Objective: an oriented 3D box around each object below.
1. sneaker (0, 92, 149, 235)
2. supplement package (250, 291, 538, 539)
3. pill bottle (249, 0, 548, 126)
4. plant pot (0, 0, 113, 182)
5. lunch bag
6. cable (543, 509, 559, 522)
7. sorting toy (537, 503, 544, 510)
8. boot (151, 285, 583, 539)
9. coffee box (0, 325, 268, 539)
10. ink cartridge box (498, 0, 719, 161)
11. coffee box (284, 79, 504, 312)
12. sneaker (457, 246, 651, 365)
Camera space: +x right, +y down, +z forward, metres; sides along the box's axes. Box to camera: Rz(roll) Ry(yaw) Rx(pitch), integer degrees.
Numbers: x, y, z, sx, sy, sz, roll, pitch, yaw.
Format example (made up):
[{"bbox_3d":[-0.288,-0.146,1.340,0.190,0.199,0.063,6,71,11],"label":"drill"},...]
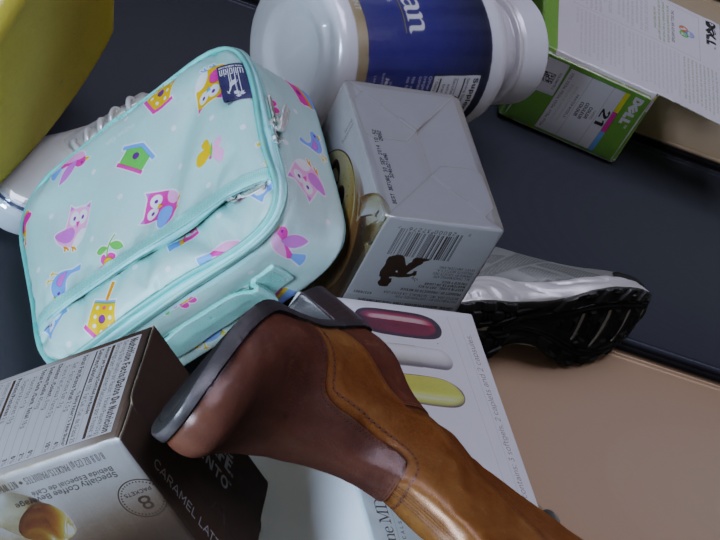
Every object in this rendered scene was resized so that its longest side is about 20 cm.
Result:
[{"bbox_3d":[-0.156,-0.079,1.380,0.200,0.071,0.073,-23,62,-44],"label":"sneaker"},{"bbox_3d":[0.006,0.139,1.142,0.110,0.156,0.201,7,44,-27],"label":"supplement package"},{"bbox_3d":[0.032,-0.155,1.508,0.199,0.111,0.111,-5,51,-38],"label":"pill bottle"},{"bbox_3d":[-0.264,-0.162,1.291,0.199,0.200,0.177,12,53,1],"label":"plant pot"},{"bbox_3d":[-0.105,-0.026,1.253,0.077,0.200,0.161,36,30,-40],"label":"lunch bag"},{"bbox_3d":[0.091,0.226,1.141,0.050,0.097,0.201,8,85,-8],"label":"cable"},{"bbox_3d":[0.162,0.217,1.192,0.185,0.036,0.200,45,-1,-10],"label":"sorting toy"},{"bbox_3d":[0.011,0.104,0.995,0.200,0.069,0.188,44,14,9],"label":"boot"},{"bbox_3d":[-0.159,0.119,1.041,0.115,0.199,0.080,57,27,-30],"label":"coffee box"},{"bbox_3d":[0.215,-0.152,1.699,0.199,0.076,0.148,23,39,-12],"label":"ink cartridge box"},{"bbox_3d":[0.000,0.000,1.293,0.079,0.200,0.113,6,46,-24],"label":"coffee box"},{"bbox_3d":[0.111,0.015,1.455,0.199,0.074,0.079,2,41,-31],"label":"sneaker"}]
